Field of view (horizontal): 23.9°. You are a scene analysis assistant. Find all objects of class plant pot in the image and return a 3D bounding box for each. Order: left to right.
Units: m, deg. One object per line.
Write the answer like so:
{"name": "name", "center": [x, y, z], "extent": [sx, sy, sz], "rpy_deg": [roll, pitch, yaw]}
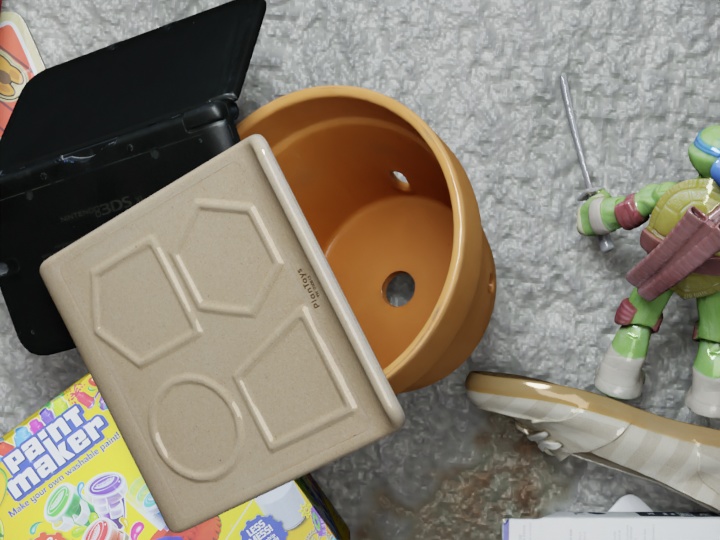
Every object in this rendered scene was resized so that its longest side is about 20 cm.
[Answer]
{"name": "plant pot", "center": [0.000, 0.000, 1.087], "extent": [0.199, 0.140, 0.202], "rpy_deg": [-7, 73, 25]}

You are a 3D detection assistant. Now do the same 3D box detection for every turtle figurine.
{"name": "turtle figurine", "center": [0.222, -0.015, 1.146], "extent": [0.143, 0.200, 0.196], "rpy_deg": [1, 111, -22]}

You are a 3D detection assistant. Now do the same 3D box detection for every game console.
{"name": "game console", "center": [-0.137, -0.059, 1.085], "extent": [0.199, 0.116, 0.177], "rpy_deg": [-15, 98, 27]}

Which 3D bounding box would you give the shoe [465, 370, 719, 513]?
{"name": "shoe", "center": [0.163, 0.113, 1.146], "extent": [0.198, 0.070, 0.054], "rpy_deg": [16, 87, 0]}

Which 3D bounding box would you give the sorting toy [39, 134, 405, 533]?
{"name": "sorting toy", "center": [-0.083, 0.040, 1.004], "extent": [0.199, 0.036, 0.186], "rpy_deg": [-28, 89, 33]}

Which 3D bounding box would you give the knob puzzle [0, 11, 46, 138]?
{"name": "knob puzzle", "center": [-0.292, -0.095, 1.163], "extent": [0.218, 0.030, 0.222], "rpy_deg": [0, 90, -1]}

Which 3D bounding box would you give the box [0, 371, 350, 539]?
{"name": "box", "center": [-0.141, 0.160, 1.119], "extent": [0.199, 0.122, 0.193], "rpy_deg": [-37, 89, 0]}

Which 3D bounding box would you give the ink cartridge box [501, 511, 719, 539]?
{"name": "ink cartridge box", "center": [0.191, 0.213, 1.151], "extent": [0.198, 0.039, 0.100], "rpy_deg": [2, 89, -2]}

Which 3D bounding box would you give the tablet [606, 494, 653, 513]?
{"name": "tablet", "center": [0.213, 0.267, 1.176], "extent": [0.200, 0.014, 0.130], "rpy_deg": [44, 89, -1]}
